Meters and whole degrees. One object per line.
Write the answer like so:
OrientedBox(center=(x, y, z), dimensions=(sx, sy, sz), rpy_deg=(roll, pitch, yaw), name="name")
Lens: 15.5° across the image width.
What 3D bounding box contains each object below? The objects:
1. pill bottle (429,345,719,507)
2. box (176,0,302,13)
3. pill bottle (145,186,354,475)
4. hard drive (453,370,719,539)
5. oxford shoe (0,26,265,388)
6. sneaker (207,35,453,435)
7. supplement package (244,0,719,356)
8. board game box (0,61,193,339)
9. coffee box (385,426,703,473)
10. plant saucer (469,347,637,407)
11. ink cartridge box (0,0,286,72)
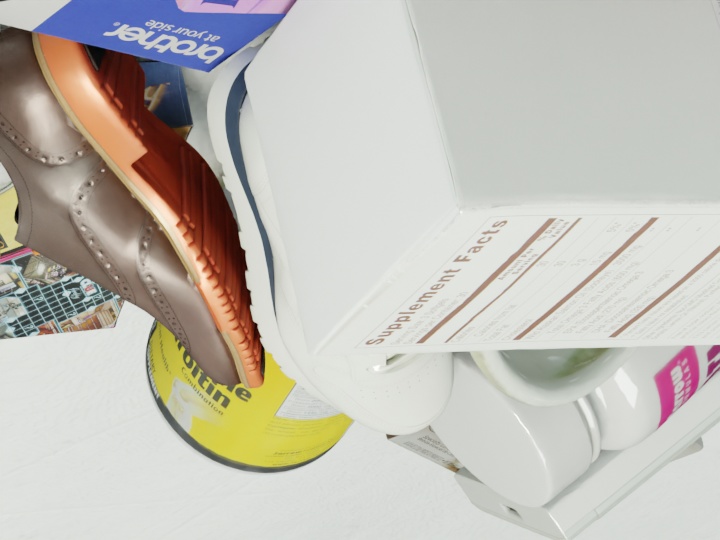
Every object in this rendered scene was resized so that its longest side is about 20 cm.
OrientedBox(center=(0.121, 0.010, 1.210), dimensions=(0.200, 0.113, 0.113), rpy_deg=(-40, 164, -20), name="pill bottle")
OrientedBox(center=(0.048, -0.171, 0.890), dimensions=(0.199, 0.097, 0.176), rpy_deg=(-1, 154, -26), name="box")
OrientedBox(center=(-0.027, 0.010, 1.232), dimensions=(0.111, 0.113, 0.200), rpy_deg=(-4, 154, -21), name="pill bottle")
OrientedBox(center=(0.148, 0.055, 1.291), dimensions=(0.200, 0.026, 0.132), rpy_deg=(-37, -167, -12), name="hard drive")
OrientedBox(center=(-0.100, -0.023, 1.088), dimensions=(0.072, 0.071, 0.200), rpy_deg=(-22, 123, 13), name="oxford shoe")
OrientedBox(center=(0.000, 0.000, 1.074), dimensions=(0.076, 0.080, 0.201), rpy_deg=(-40, 131, -19), name="sneaker")
OrientedBox(center=(0.079, -0.047, 0.920), dimensions=(0.199, 0.118, 0.117), rpy_deg=(0, 154, -28), name="supplement package")
OrientedBox(center=(-0.160, -0.025, 1.179), dimensions=(0.135, 0.035, 0.200), rpy_deg=(-5, 155, -19), name="board game box")
OrientedBox(center=(0.096, 0.062, 1.456), dimensions=(0.114, 0.080, 0.200), rpy_deg=(-23, 155, 19), name="coffee box")
OrientedBox(center=(0.080, -0.047, 1.084), dimensions=(0.050, 0.201, 0.200), rpy_deg=(16, 174, 33), name="plant saucer")
OrientedBox(center=(-0.105, -0.128, 0.966), dimensions=(0.199, 0.044, 0.094), rpy_deg=(9, 149, -43), name="ink cartridge box")
